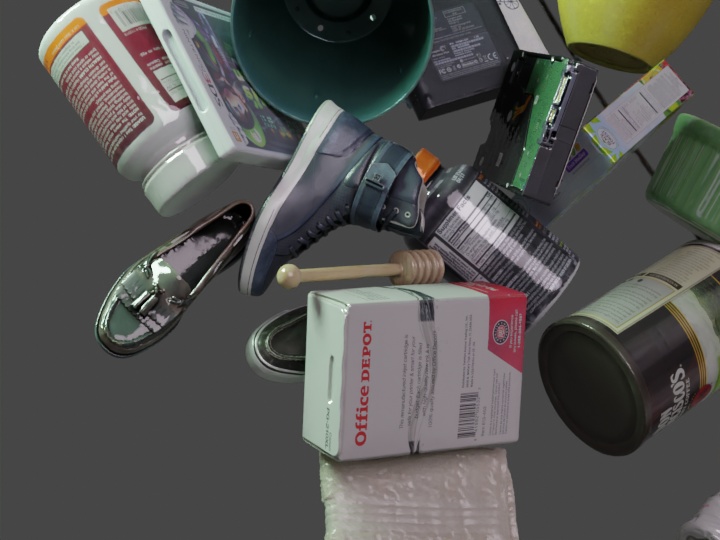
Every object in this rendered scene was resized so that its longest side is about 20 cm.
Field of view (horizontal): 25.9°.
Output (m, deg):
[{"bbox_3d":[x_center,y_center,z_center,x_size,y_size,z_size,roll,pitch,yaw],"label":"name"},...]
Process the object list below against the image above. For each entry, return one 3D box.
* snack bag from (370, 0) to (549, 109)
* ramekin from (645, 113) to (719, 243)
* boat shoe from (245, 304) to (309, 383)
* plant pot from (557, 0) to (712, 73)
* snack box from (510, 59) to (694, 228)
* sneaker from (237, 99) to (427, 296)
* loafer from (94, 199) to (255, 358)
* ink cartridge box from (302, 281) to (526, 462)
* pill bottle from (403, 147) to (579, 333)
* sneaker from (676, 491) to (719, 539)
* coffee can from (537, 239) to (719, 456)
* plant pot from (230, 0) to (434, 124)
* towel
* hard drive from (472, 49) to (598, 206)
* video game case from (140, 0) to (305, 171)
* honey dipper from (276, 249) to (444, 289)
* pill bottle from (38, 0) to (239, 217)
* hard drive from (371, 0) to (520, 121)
[{"bbox_3d":[0.091,-0.285,1.734,0.198,0.021,0.190,-19,76,-28],"label":"snack bag"},{"bbox_3d":[0.399,-0.073,1.659,0.199,0.200,0.098,31,95,-6],"label":"ramekin"},{"bbox_3d":[-0.016,0.053,1.511,0.198,0.064,0.071,-15,73,-27],"label":"boat shoe"},{"bbox_3d":[0.298,-0.303,1.745,0.198,0.200,0.144,18,88,-13],"label":"plant pot"},{"bbox_3d":[0.238,-0.118,1.611,0.142,0.200,0.053,-38,84,-31],"label":"snack box"},{"bbox_3d":[-0.020,-0.041,1.502,0.145,0.077,0.204,30,89,5],"label":"sneaker"},{"bbox_3d":[-0.172,-0.001,1.473,0.072,0.063,0.200,43,59,2],"label":"loafer"},{"bbox_3d":[0.050,0.091,1.462,0.198,0.084,0.147,-3,100,-30],"label":"ink cartridge box"},{"bbox_3d":[0.116,-0.034,1.579,0.199,0.106,0.106,40,59,0],"label":"pill bottle"},{"bbox_3d":[0.417,0.296,1.569,0.200,0.078,0.099,44,55,1],"label":"sneaker"},{"bbox_3d":[0.298,0.075,1.579,0.199,0.146,0.147,-28,79,-30],"label":"coffee can"},{"bbox_3d":[-0.025,-0.267,1.575,0.199,0.202,0.161,24,23,-10],"label":"plant pot"},{"bbox_3d":[0.056,0.229,1.478,0.197,0.035,0.134,5,64,-19],"label":"towel"},{"bbox_3d":[0.173,-0.147,1.576,0.037,0.200,0.141,18,96,-12],"label":"hard drive"},{"bbox_3d":[-0.122,-0.182,1.528,0.183,0.023,0.200,63,19,12],"label":"video game case"},{"bbox_3d":[0.000,0.000,1.475,0.198,0.038,0.038,-2,66,-44],"label":"honey dipper"},{"bbox_3d":[-0.209,-0.160,1.502,0.114,0.114,0.201,-32,81,-30],"label":"pill bottle"},{"bbox_3d":[0.086,-0.272,1.695,0.138,0.033,0.202,-18,75,-22],"label":"hard drive"}]
